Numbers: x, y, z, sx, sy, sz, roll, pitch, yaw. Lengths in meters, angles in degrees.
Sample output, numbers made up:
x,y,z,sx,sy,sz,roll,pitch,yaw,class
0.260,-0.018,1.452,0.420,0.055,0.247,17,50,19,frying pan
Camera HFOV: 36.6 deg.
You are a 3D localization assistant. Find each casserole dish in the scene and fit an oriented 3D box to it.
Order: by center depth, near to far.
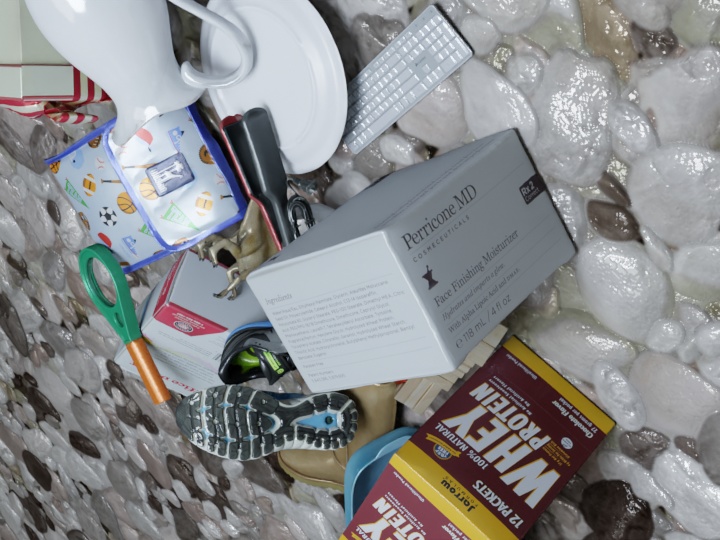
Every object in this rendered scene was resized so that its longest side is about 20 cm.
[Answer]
x,y,z,sx,sy,sz,roll,pitch,yaw,class
0.031,0.256,1.258,0.039,0.121,0.201,43,145,41,casserole dish

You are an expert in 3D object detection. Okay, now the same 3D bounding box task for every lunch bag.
x,y,z,sx,sy,sz,roll,pitch,yaw,class
-0.238,-0.102,1.249,0.199,0.124,0.171,-20,104,34,lunch bag

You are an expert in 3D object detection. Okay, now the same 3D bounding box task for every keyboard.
x,y,z,sx,sy,sz,roll,pitch,yaw,class
0.029,-0.172,1.007,0.056,0.011,0.200,54,142,-2,keyboard

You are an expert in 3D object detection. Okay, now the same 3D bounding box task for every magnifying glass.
x,y,z,sx,sy,sz,roll,pitch,yaw,class
-0.273,0.063,1.269,0.079,0.022,0.201,-21,93,52,magnifying glass

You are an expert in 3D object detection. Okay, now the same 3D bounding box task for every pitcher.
x,y,z,sx,sy,sz,roll,pitch,yaw,class
-0.210,-0.238,1.020,0.171,0.121,0.201,-21,119,12,pitcher

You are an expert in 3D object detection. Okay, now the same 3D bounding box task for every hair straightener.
x,y,z,sx,sy,sz,roll,pitch,yaw,class
-0.074,-0.064,1.065,0.077,0.041,0.201,-11,99,45,hair straightener

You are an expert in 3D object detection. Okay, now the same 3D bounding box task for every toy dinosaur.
x,y,z,sx,sy,sz,roll,pitch,yaw,class
-0.127,-0.032,1.204,0.058,0.101,0.201,43,144,43,toy dinosaur

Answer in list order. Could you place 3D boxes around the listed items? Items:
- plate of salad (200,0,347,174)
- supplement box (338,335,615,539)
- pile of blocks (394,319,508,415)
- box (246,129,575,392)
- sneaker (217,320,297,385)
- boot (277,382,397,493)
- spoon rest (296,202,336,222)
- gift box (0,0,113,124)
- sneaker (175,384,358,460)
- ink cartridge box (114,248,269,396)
x,y,z,sx,sy,sz,roll,pitch,yaw,class
-0.082,-0.193,1.068,0.199,0.048,0.201,22,126,34,plate of salad
0.110,0.211,1.068,0.133,0.200,0.198,41,141,13,supplement box
0.078,0.070,1.070,0.062,0.082,0.200,30,148,-6,pile of blocks
0.044,-0.006,0.968,0.200,0.199,0.131,-16,108,50,box
-0.071,0.082,1.160,0.199,0.083,0.071,-20,118,29,sneaker
-0.028,0.174,1.295,0.174,0.066,0.201,14,130,23,boot
0.000,0.000,1.145,0.200,0.061,0.099,44,144,-10,spoon rest
-0.313,-0.251,1.146,0.184,0.199,0.188,13,105,47,gift box
-0.107,0.168,1.191,0.090,0.199,0.079,166,110,-65,sneaker
-0.194,0.074,1.319,0.145,0.083,0.200,26,146,-18,ink cartridge box
